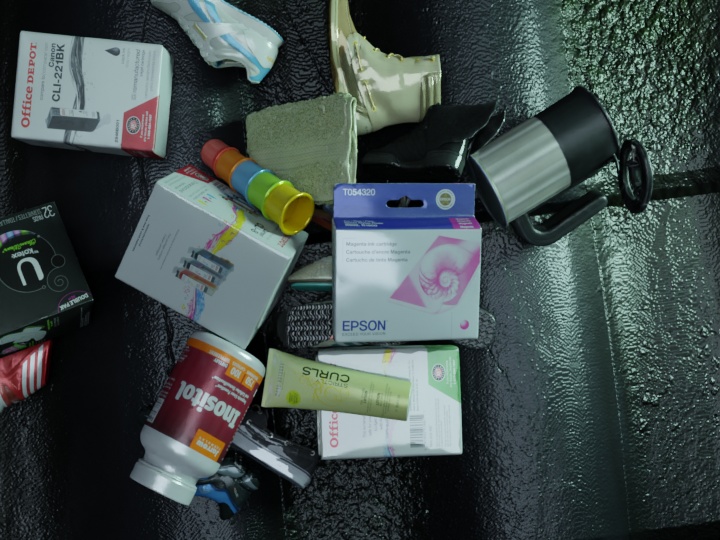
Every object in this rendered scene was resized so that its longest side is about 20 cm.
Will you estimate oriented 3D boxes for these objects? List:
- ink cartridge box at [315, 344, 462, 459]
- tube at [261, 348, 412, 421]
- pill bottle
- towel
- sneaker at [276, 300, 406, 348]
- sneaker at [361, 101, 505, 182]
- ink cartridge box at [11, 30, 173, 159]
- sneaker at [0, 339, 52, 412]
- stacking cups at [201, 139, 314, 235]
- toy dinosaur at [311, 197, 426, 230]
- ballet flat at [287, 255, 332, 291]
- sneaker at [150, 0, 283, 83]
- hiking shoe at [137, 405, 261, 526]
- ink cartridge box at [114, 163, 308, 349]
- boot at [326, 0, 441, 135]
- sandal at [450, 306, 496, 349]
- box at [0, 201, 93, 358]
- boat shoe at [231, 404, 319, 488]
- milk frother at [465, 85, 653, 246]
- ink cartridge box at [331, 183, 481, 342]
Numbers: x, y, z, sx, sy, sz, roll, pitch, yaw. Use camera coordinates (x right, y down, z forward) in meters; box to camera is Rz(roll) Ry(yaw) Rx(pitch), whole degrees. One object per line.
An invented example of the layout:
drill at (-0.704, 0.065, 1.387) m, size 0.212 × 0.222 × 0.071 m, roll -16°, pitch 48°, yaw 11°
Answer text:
ink cartridge box at (0.037, 0.180, 1.205) m, size 0.196 × 0.088 × 0.149 m, roll -2°, pitch 89°, yaw -2°
tube at (-0.031, 0.158, 1.141) m, size 0.196 × 0.052 × 0.059 m, roll 10°, pitch 49°, yaw 6°
pill bottle at (-0.212, 0.191, 1.121) m, size 0.111 × 0.113 × 0.203 m, roll 26°, pitch 75°, yaw -1°
towel at (-0.083, -0.159, 1.178) m, size 0.197 × 0.036 × 0.152 m, roll -2°, pitch 89°, yaw 38°
sneaker at (-0.014, 0.069, 1.199) m, size 0.195 × 0.093 × 0.072 m, roll -4°, pitch 92°, yaw 1°
sneaker at (0.096, -0.180, 1.189) m, size 0.197 × 0.060 × 0.106 m, roll 7°, pitch 72°, yaw 40°
ink cartridge box at (-0.368, -0.241, 1.198) m, size 0.196 × 0.084 × 0.147 m, roll 5°, pitch 90°, yaw -1°
sneaker at (-0.499, 0.085, 1.214) m, size 0.114 × 0.078 × 0.203 m, roll -24°, pitch 89°, yaw -19°
stacking cups at (-0.148, -0.121, 1.166) m, size 0.199 × 0.060 × 0.061 m, roll 36°, pitch 89°, yaw 32°
toy dinosaur at (0.022, -0.058, 1.231) m, size 0.198 × 0.105 × 0.183 m, roll -30°, pitch 101°, yaw 32°
ballet flat at (0.000, 0.000, 1.183) m, size 0.196 × 0.067 × 0.064 m, roll 4°, pitch 80°, yaw -1°
sneaker at (-0.210, -0.334, 1.208) m, size 0.197 × 0.077 × 0.082 m, roll 27°, pitch 91°, yaw 1°
hiking shoe at (-0.236, 0.267, 1.205) m, size 0.199 × 0.074 × 0.087 m, roll 36°, pitch 88°, yaw -1°
ink cartridge box at (-0.191, -0.021, 1.156) m, size 0.198 × 0.146 × 0.146 m, roll 30°, pitch 106°, yaw -2°
boot at (0.033, -0.297, 1.213) m, size 0.152 × 0.073 × 0.204 m, roll -9°, pitch 92°, yaw -1°
sandal at (0.095, 0.055, 1.225) m, size 0.198 × 0.048 × 0.076 m, roll 26°, pitch 94°, yaw 1°
box at (-0.471, 0.025, 1.134) m, size 0.197 × 0.124 × 0.151 m, roll -22°, pitch 80°, yaw -25°
boat shoe at (-0.143, 0.225, 1.215) m, size 0.198 × 0.070 × 0.067 m, roll 32°, pitch 72°, yaw 2°
milk frother at (0.266, -0.127, 1.157) m, size 0.186 × 0.200 × 0.182 m, roll -31°, pitch 94°, yaw -1°
ink cartridge box at (0.059, -0.010, 1.122) m, size 0.192 × 0.043 × 0.204 m, roll -1°, pitch 99°, yaw -8°
